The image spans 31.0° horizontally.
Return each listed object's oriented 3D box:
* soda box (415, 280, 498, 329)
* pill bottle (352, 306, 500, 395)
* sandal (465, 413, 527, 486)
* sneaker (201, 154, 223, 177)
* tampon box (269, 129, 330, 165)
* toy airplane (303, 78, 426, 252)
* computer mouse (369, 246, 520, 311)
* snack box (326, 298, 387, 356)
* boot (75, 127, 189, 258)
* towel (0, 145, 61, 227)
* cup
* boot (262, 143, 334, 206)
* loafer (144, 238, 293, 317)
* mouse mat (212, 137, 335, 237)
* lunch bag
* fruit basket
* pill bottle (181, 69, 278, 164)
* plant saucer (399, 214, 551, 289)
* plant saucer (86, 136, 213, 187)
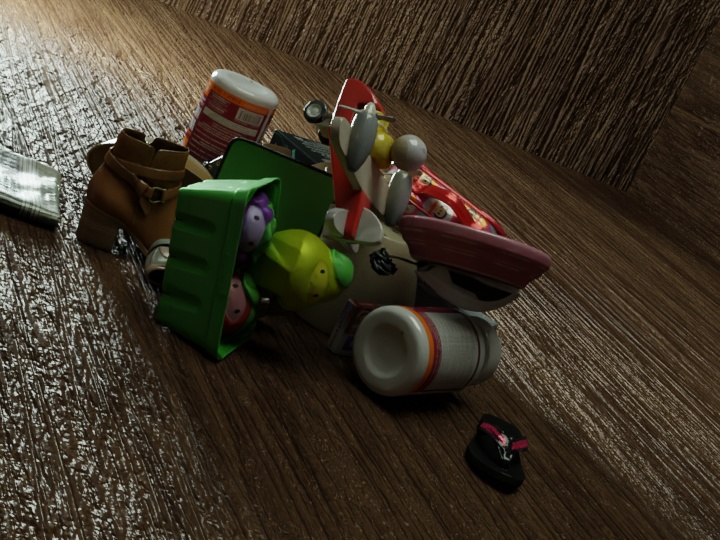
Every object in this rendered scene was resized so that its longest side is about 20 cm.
[{"bbox_3d":[0.098,0.058,1.903,0.199,0.069,0.063,32,18,20],"label":"soda box"},{"bbox_3d":[0.089,0.102,1.645,0.109,0.110,0.199,36,18,32],"label":"pill bottle"},{"bbox_3d":[0.172,0.207,1.591,0.075,0.045,0.200,27,16,0],"label":"sandal"},{"bbox_3d":[-0.246,-0.134,1.880,0.199,0.107,0.075,23,15,3],"label":"sneaker"},{"bbox_3d":[-0.063,-0.098,1.988,0.126,0.151,0.200,11,22,-42],"label":"tampon box"},{"bbox_3d":[0.013,-0.122,1.577,0.140,0.200,0.200,-12,20,12],"label":"toy airplane"},{"bbox_3d":[0.103,0.017,1.628,0.199,0.044,0.110,16,-4,-4],"label":"computer mouse"},{"bbox_3d":[0.046,0.086,1.724,0.199,0.072,0.024,12,21,-42],"label":"snack box"},{"bbox_3d":[-0.249,-0.089,1.646,0.199,0.156,0.077,19,18,-25],"label":"boot"},{"bbox_3d":[-0.469,-0.130,1.650,0.191,0.035,0.200,21,16,-21],"label":"towel"},{"bbox_3d":[0.000,0.000,1.794,0.199,0.144,0.200,25,15,-7],"label":"cup"},{"bbox_3d":[-0.076,-0.070,1.718,0.199,0.155,0.074,21,27,-14],"label":"boot"},{"bbox_3d":[-0.172,0.022,1.604,0.199,0.072,0.063,18,30,-6],"label":"loafer"},{"bbox_3d":[-0.129,-0.055,1.652,0.160,0.201,0.008,21,16,-20],"label":"mouse mat"},{"bbox_3d":[0.102,-0.062,1.830,0.200,0.176,0.082,39,61,9],"label":"lunch bag"},{"bbox_3d":[-0.114,-0.002,1.506,0.215,0.217,0.155,29,16,7],"label":"fruit basket"},{"bbox_3d":[-0.210,-0.191,1.954,0.109,0.201,0.110,24,16,-7],"label":"pill bottle"},{"bbox_3d":[0.141,-0.020,1.653,0.199,0.051,0.201,17,-3,1],"label":"plant saucer"},{"bbox_3d":[-0.268,-0.125,1.736,0.199,0.036,0.201,17,-24,8],"label":"plant saucer"}]
